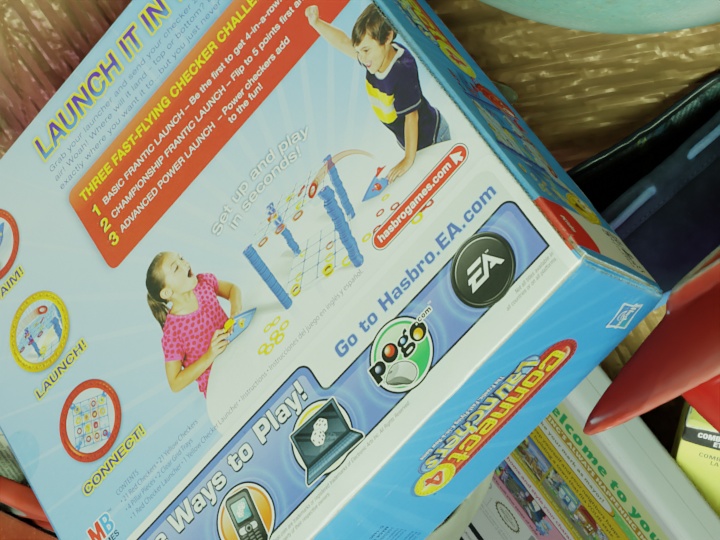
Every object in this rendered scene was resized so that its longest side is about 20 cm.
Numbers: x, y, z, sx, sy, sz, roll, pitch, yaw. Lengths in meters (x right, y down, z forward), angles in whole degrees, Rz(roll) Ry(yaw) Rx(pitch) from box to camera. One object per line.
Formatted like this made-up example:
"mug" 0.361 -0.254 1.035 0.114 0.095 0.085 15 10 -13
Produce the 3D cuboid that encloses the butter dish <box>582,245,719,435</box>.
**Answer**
"butter dish" 0.201 0.014 0.590 0.148 0.200 0.199 54 138 1

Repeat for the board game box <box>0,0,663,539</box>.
"board game box" -0.034 0.003 0.658 0.200 0.196 0.056 -46 146 18

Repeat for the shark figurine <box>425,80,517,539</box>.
"shark figurine" 0.019 0.011 0.780 0.215 0.128 0.089 65 174 -7

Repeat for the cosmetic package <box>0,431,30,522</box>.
"cosmetic package" -0.200 0.077 0.974 0.199 0.073 0.104 0 137 26

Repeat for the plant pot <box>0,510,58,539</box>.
"plant pot" -0.202 0.201 0.912 0.199 0.201 0.176 29 140 -17

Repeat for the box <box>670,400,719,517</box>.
"box" 0.149 0.099 0.838 0.050 0.076 0.201 14 140 8

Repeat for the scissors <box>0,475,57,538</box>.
"scissors" -0.122 0.104 0.844 0.073 0.014 0.200 32 164 -17

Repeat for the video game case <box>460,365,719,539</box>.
"video game case" 0.102 0.125 0.829 0.200 0.022 0.182 53 155 15

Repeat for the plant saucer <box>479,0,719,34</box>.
"plant saucer" 0.066 -0.139 0.623 0.200 0.039 0.202 13 140 11

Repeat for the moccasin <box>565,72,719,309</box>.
"moccasin" 0.058 -0.012 0.703 0.080 0.199 0.068 40 156 60
